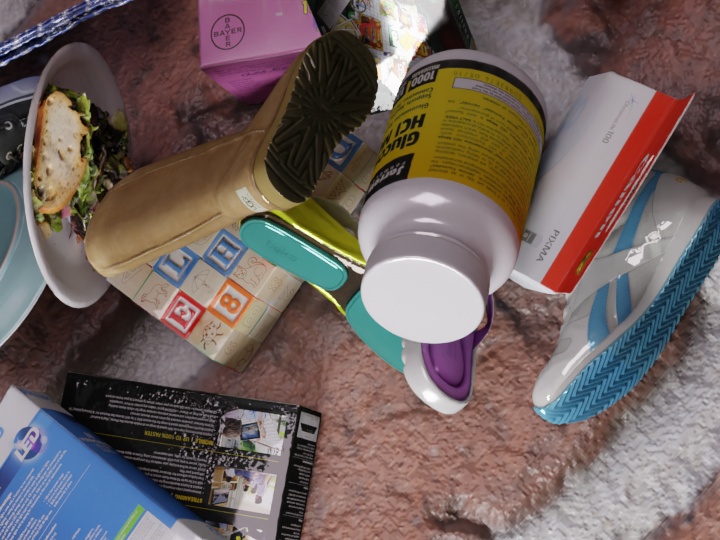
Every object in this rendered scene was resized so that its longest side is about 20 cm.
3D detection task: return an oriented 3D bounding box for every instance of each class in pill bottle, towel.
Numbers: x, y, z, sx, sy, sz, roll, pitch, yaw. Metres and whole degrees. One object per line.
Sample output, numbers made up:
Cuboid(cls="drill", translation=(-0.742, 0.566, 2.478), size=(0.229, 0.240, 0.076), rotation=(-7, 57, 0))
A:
Cuboid(cls="pill bottle", translation=(0.061, -0.051, 1.485), size=(0.112, 0.113, 0.200), rotation=(-3, 44, 19))
Cuboid(cls="towel", translation=(-0.244, -0.189, 1.702), size=(0.200, 0.145, 0.024), rotation=(-25, 100, 13))

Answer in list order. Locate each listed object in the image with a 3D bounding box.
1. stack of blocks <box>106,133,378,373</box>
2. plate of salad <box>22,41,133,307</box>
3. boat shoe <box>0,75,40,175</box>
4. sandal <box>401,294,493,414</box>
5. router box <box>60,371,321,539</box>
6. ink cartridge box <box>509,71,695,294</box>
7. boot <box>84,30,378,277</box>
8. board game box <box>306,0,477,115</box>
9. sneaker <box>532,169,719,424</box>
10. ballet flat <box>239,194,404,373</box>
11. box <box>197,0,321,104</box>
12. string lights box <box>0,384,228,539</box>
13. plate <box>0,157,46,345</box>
Cuboid(cls="stack of blocks", translation=(-0.087, -0.038, 1.642), size=(0.115, 0.059, 0.200), rotation=(35, 90, 23))
Cuboid(cls="plate of salad", translation=(-0.202, -0.072, 1.616), size=(0.048, 0.200, 0.201), rotation=(0, 77, 17))
Cuboid(cls="boat shoe", translation=(-0.301, -0.096, 1.687), size=(0.200, 0.069, 0.057), rotation=(-24, 66, -32))
Cuboid(cls="sandal", translation=(0.068, 0.015, 1.538), size=(0.050, 0.082, 0.203), rotation=(-32, 43, 32))
Cuboid(cls="router box", translation=(-0.140, 0.163, 1.616), size=(0.200, 0.051, 0.150), rotation=(7, 82, 22))
Cuboid(cls="ink cartridge box", translation=(0.154, -0.062, 1.488), size=(0.047, 0.200, 0.160), rotation=(32, 89, -4))
Cuboid(cls="boot", translation=(-0.097, -0.086, 1.551), size=(0.200, 0.066, 0.175), rotation=(-19, 28, 44))
Cuboid(cls="board game box", translation=(0.009, -0.209, 1.530), size=(0.105, 0.023, 0.200), rotation=(-11, 118, 23))
Cuboid(cls="sneaker", translation=(0.180, 0.020, 1.528), size=(0.081, 0.077, 0.200), rotation=(32, 82, 31))
Cuboid(cls="ballet flat", translation=(0.000, 0.000, 1.575), size=(0.200, 0.067, 0.067), rotation=(38, 136, -10))
Cuboid(cls="box", translation=(-0.029, -0.247, 1.651), size=(0.176, 0.097, 0.200), rotation=(-7, 74, 19))
Cuboid(cls="string lights box", translation=(-0.203, 0.183, 1.575), size=(0.200, 0.059, 0.103), rotation=(36, 93, 23))
Cuboid(cls="plate", translation=(-0.305, -0.007, 1.682), size=(0.200, 0.026, 0.200), rotation=(-29, 43, 31))
